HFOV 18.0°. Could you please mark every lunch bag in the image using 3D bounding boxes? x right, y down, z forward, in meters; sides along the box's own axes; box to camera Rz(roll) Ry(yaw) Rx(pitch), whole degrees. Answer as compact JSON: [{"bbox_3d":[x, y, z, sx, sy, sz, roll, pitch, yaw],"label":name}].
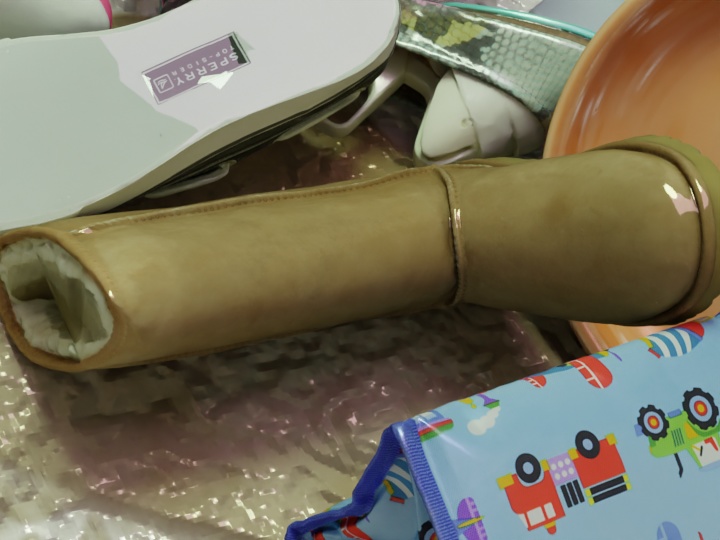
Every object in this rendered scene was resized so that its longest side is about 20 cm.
[{"bbox_3d":[0.094,0.133,0.732,0.150,0.094,0.200,-17,70,-34],"label":"lunch bag"}]

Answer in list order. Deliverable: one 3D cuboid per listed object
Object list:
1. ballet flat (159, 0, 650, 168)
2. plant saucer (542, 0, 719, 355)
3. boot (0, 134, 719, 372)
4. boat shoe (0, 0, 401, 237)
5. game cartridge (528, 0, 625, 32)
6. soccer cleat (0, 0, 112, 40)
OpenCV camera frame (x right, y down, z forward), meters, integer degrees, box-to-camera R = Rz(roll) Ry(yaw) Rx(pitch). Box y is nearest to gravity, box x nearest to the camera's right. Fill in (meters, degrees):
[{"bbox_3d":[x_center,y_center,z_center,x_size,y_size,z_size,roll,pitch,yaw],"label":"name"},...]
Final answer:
[{"bbox_3d":[0.014,-0.079,0.897,0.199,0.069,0.071,20,68,5],"label":"ballet flat"},{"bbox_3d":[0.167,-0.026,0.842,0.200,0.200,0.037,36,10,12],"label":"plant saucer"},{"bbox_3d":[0.000,0.000,0.769,0.200,0.175,0.066,-9,93,-30],"label":"boot"},{"bbox_3d":[-0.078,-0.055,0.829,0.199,0.064,0.071,-19,75,-8],"label":"boat shoe"},{"bbox_3d":[0.167,-0.062,0.957,0.200,0.042,0.133,38,51,13],"label":"game cartridge"},{"bbox_3d":[-0.191,-0.118,0.853,0.200,0.070,0.086,30,60,10],"label":"soccer cleat"}]
